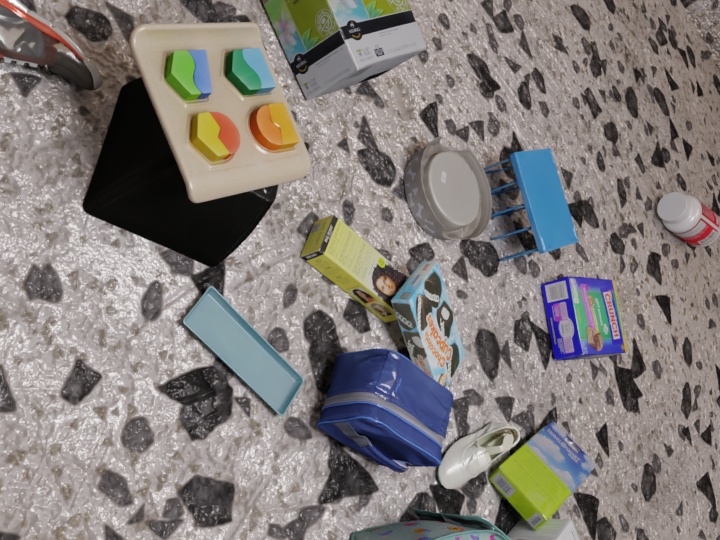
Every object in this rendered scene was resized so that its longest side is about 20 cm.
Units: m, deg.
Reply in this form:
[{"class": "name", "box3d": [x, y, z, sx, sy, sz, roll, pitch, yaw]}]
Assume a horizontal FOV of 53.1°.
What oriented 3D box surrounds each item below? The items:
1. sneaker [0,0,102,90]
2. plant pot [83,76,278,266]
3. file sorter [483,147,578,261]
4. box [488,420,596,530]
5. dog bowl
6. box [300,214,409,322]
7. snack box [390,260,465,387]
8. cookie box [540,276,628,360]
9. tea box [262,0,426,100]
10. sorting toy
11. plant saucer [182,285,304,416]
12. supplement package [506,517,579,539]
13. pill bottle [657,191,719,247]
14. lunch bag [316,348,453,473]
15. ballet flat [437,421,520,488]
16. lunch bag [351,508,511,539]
[{"class": "sneaker", "box3d": [-0.407, -0.269, 0.856, 0.200, 0.077, 0.082, 37, 82, -29]}, {"class": "plant pot", "box3d": [-0.202, -0.145, 0.922, 0.199, 0.177, 0.200, 26, 61, -35]}, {"class": "file sorter", "box3d": [0.330, -0.129, 1.459, 0.139, 0.123, 0.200, -15, 87, -44]}, {"class": "box", "box3d": [0.340, 0.374, 1.333, 0.200, 0.048, 0.122, -22, 61, -44]}, {"class": "dog bowl", "box3d": [0.162, -0.148, 1.351, 0.200, 0.059, 0.200, 16, 66, -40]}, {"class": "box", "box3d": [0.000, 0.000, 1.158, 0.200, 0.050, 0.075, 37, 55, -29]}, {"class": "snack box", "box3d": [0.118, 0.099, 1.206, 0.116, 0.037, 0.200, -50, 130, -43]}, {"class": "cookie box", "box3d": [0.493, 0.105, 1.576, 0.200, 0.075, 0.171, 4, 74, -44]}, {"class": "tea box", "box3d": [-0.026, -0.417, 1.201, 0.200, 0.134, 0.197, -33, 100, -44]}, {"class": "sorting toy", "box3d": [-0.151, -0.191, 0.834, 0.185, 0.036, 0.200, -21, 92, -45]}, {"class": "plant saucer", "box3d": [-0.160, 0.114, 0.994, 0.200, 0.019, 0.070, 49, 49, -22]}, {"class": "supplement package", "box3d": [0.290, 0.527, 1.229, 0.200, 0.109, 0.114, -26, 96, -45]}, {"class": "pill bottle", "box3d": [0.929, -0.147, 2.042, 0.200, 0.112, 0.112, 22, 63, -37]}, {"class": "lunch bag", "box3d": [0.041, 0.220, 1.069, 0.200, 0.136, 0.132, 38, 54, -31]}, {"class": "ballet flat", "box3d": [0.212, 0.315, 1.252, 0.200, 0.069, 0.070, -20, 92, -45]}, {"class": "lunch bag", "box3d": [0.114, 0.418, 1.052, 0.200, 0.170, 0.122, 2, 78, -39]}]
